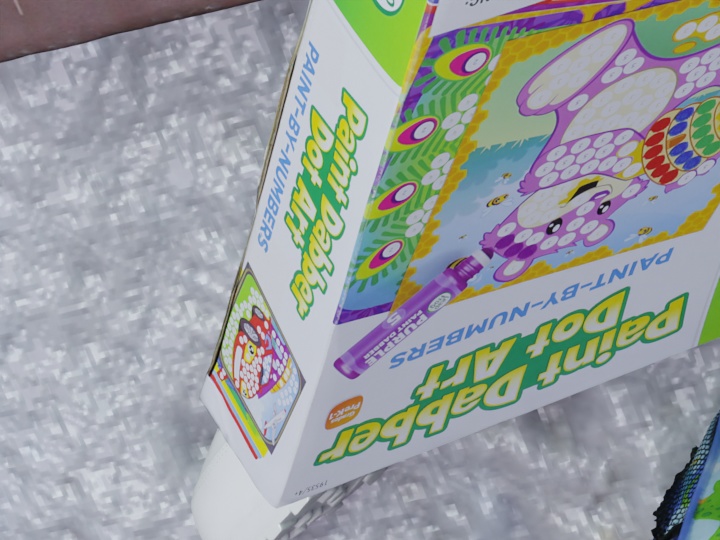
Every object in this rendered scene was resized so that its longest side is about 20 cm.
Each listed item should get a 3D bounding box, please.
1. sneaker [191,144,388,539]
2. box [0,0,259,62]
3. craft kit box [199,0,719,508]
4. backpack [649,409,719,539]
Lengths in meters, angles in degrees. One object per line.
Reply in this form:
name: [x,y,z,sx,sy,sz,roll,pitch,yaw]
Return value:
sneaker: [0.000,0.000,0.866,0.080,0.076,0.200,39,117,8]
box: [-0.074,-0.156,0.745,0.199,0.166,0.165,-10,112,22]
craft kit box: [0.069,-0.044,0.720,0.049,0.200,0.198,57,151,26]
backpack: [0.156,0.105,0.784,0.182,0.200,0.147,15,122,10]
